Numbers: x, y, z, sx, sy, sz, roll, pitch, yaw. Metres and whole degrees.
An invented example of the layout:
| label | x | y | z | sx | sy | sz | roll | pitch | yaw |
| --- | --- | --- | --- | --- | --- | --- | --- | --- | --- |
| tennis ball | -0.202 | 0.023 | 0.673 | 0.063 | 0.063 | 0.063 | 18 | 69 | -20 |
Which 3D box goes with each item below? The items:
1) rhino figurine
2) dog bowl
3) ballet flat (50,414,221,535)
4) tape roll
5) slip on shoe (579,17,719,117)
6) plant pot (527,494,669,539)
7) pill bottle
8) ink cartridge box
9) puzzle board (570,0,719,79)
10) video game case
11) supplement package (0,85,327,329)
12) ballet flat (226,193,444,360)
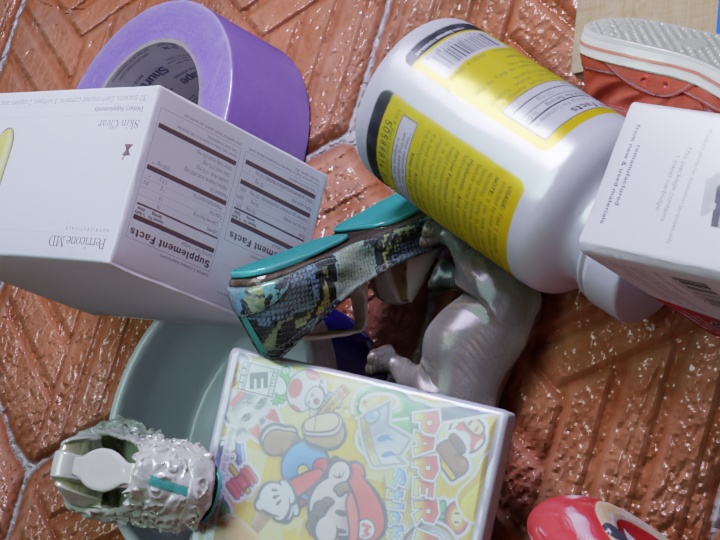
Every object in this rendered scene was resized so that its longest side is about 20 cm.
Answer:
| label | x | y | z | sx | sy | sz | roll | pitch | yaw |
| --- | --- | --- | --- | --- | --- | --- | --- | --- | --- |
| rhino figurine | 0.048 | 0.074 | 0.967 | 0.087 | 0.060 | 0.201 | 21 | 89 | 33 |
| dog bowl | -0.077 | 0.107 | 1.061 | 0.199 | 0.079 | 0.201 | -20 | 59 | 37 |
| ballet flat | -0.155 | 0.123 | 0.999 | 0.200 | 0.071 | 0.072 | -8 | 65 | 58 |
| tape roll | -0.138 | -0.096 | 1.207 | 0.199 | 0.085 | 0.201 | -19 | 59 | 36 |
| slip on shoe | 0.206 | -0.092 | 0.897 | 0.199 | 0.074 | 0.062 | 24 | 124 | 41 |
| plant pot | 0.106 | 0.223 | 0.750 | 0.183 | 0.200 | 0.201 | -50 | 45 | 10 |
| pill bottle | 0.099 | -0.056 | 0.924 | 0.200 | 0.111 | 0.112 | 38 | 100 | 34 |
| ink cartridge box | 0.231 | -0.007 | 0.766 | 0.199 | 0.146 | 0.083 | 15 | 80 | 45 |
| puzzle board | 0.205 | -0.222 | 0.982 | 0.150 | 0.017 | 0.201 | -7 | 68 | 41 |
| video game case | -0.016 | 0.161 | 0.936 | 0.181 | 0.023 | 0.201 | 12 | 87 | 23 |
| supplement package | -0.153 | -0.037 | 1.024 | 0.199 | 0.155 | 0.112 | 3 | 75 | 42 |
| ballet flat | 0.000 | 0.000 | 0.997 | 0.074 | 0.199 | 0.075 | 29 | 131 | 39 |
